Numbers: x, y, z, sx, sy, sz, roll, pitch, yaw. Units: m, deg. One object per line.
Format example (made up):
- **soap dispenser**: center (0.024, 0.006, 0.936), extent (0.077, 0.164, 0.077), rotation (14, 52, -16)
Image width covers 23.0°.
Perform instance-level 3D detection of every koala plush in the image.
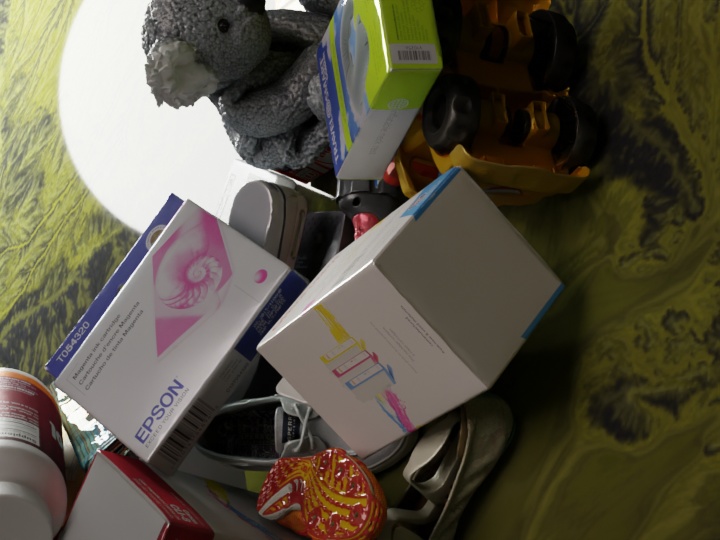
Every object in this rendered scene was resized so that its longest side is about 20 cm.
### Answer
- **koala plush**: center (-0.111, -0.189, 1.556), extent (0.184, 0.199, 0.178), rotation (-37, 48, 38)

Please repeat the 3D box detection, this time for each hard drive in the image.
- **hard drive**: center (-0.060, 0.048, 1.583), extent (0.134, 0.042, 0.201), rotation (-2, 71, 53)

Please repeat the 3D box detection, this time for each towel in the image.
- **towel**: center (-0.212, 0.094, 1.576), extent (0.147, 0.022, 0.200), rotation (-47, 27, -1)

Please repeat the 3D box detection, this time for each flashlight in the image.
- **flashlight**: center (0.000, 0.000, 1.502), extent (0.068, 0.068, 0.202), rotation (-12, 65, 28)

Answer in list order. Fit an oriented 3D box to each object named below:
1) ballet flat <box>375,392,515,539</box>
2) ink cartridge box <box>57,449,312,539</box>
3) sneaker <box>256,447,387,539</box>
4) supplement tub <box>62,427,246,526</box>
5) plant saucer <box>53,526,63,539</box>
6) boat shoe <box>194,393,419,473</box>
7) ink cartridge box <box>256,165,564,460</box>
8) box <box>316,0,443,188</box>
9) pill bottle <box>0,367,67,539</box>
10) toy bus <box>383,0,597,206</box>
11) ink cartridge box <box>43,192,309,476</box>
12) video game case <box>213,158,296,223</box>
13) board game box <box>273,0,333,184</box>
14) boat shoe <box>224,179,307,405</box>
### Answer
- **ballet flat**: center (0.047, 0.177, 1.357), extent (0.067, 0.062, 0.201), rotation (38, 104, 53)
- **ink cartridge box**: center (-0.133, 0.257, 1.437), extent (0.144, 0.199, 0.146), rotation (30, 98, 52)
- **sneaker**: center (-0.015, 0.180, 1.375), extent (0.073, 0.077, 0.200), rotation (-68, 18, -8)
- **supplement tub**: center (-0.208, 0.198, 1.612), extent (0.199, 0.145, 0.147), rotation (-3, 70, 53)
- **plant saucer**: center (-0.277, 0.296, 1.624), extent (0.037, 0.200, 0.199), rotation (-38, 27, -23)
- **boat shoe**: center (-0.051, 0.136, 1.459), extent (0.200, 0.071, 0.071), rotation (-8, 78, 29)
- **ink cartridge box**: center (0.030, 0.039, 1.344), extent (0.129, 0.125, 0.200), rotation (-48, 8, -39)
- **box**: center (0.010, -0.159, 1.381), extent (0.200, 0.047, 0.123), rotation (121, 144, -62)
- **pill bottle**: center (-0.305, 0.175, 1.499), extent (0.113, 0.112, 0.200), rotation (-57, 22, 16)
- **toy bus**: center (0.079, -0.114, 1.421), extent (0.192, 0.135, 0.201), rotation (-51, 40, 45)
- **ink cartridge box**: center (-0.168, 0.042, 1.490), extent (0.200, 0.043, 0.197), rotation (31, 84, 39)
- **video game case**: center (-0.125, -0.002, 1.668), extent (0.201, 0.023, 0.182), rotation (-69, 18, 2)
- **board game box**: center (-0.020, -0.202, 1.656), extent (0.151, 0.046, 0.201), rotation (-28, 52, 43)
- **boat shoe**: center (-0.088, 0.023, 1.540), extent (0.071, 0.070, 0.202), rotation (14, 95, 42)
